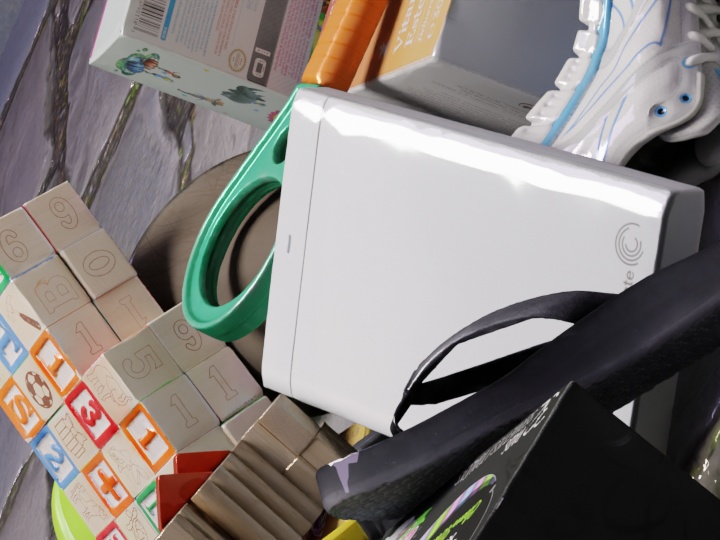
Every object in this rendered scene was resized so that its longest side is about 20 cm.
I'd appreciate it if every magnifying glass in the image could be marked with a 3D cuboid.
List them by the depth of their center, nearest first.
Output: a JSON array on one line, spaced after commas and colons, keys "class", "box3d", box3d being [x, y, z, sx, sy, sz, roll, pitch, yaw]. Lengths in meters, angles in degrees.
[{"class": "magnifying glass", "box3d": [-0.027, -0.062, 1.087, 0.080, 0.022, 0.200, 12, 74, 61]}]

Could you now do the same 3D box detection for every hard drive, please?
[{"class": "hard drive", "box3d": [0.042, 0.010, 0.973, 0.200, 0.027, 0.132, 19, 107, 42]}]

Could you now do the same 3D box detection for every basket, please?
[{"class": "basket", "box3d": [0.000, 0.000, 1.152, 0.180, 0.136, 0.200, -32, 10, -26]}]

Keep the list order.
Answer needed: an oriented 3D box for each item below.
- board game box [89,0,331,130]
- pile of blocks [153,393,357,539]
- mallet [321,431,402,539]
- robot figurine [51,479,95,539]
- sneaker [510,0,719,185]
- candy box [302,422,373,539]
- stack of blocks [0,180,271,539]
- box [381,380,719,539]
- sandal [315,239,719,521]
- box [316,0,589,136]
[{"class": "board game box", "box3d": [-0.024, -0.144, 1.268, 0.064, 0.200, 0.148, 148, 139, -65]}, {"class": "pile of blocks", "box3d": [-0.072, 0.118, 0.987, 0.082, 0.062, 0.200, -48, 0, 43]}, {"class": "mallet", "box3d": [-0.046, 0.134, 1.061, 0.066, 0.200, 0.041, 61, 158, 7]}, {"class": "robot figurine", "box3d": [-0.107, 0.117, 1.392, 0.200, 0.116, 0.176, 129, 149, -49]}, {"class": "sneaker", "box3d": [0.128, -0.083, 0.983, 0.087, 0.075, 0.200, 16, 83, 47]}, {"class": "candy box", "box3d": [-0.015, 0.180, 1.140, 0.117, 0.056, 0.200, 142, 142, -59]}, {"class": "stack of blocks", "box3d": [-0.111, 0.060, 1.152, 0.059, 0.200, 0.115, -32, -9, -35]}, {"class": "box", "box3d": [0.037, 0.164, 0.762, 0.200, 0.124, 0.149, -54, 4, -36]}, {"class": "sandal", "box3d": [0.072, 0.030, 0.856, 0.043, 0.200, 0.076, 60, 177, 19]}, {"class": "box", "box3d": [0.066, -0.136, 1.139, 0.200, 0.106, 0.152, 168, 119, -70]}]
